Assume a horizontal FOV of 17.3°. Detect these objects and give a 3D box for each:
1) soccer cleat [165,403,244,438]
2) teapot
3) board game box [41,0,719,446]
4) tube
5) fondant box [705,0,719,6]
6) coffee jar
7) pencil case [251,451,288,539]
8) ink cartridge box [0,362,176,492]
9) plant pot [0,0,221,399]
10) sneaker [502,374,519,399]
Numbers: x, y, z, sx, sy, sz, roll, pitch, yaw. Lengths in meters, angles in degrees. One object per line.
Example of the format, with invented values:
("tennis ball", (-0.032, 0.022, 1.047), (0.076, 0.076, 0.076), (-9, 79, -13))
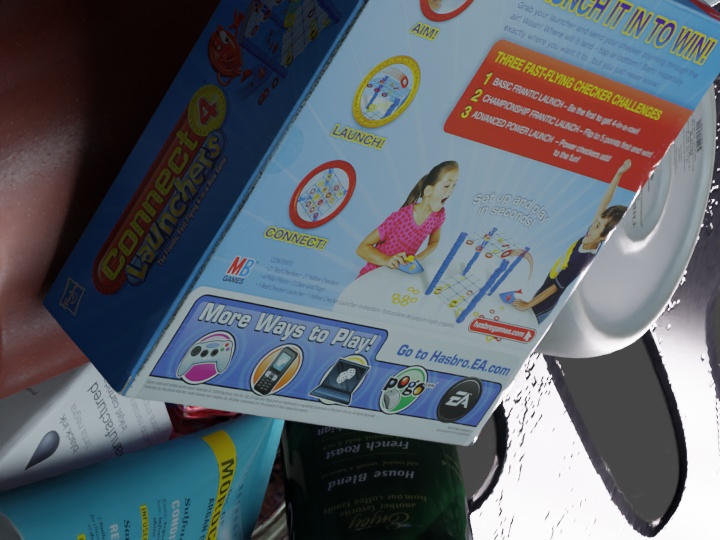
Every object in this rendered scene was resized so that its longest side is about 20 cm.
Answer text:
("soccer cleat", (-0.066, 0.047, 1.055), (0.200, 0.068, 0.073), (136, -27, -88))
("teapot", (0.081, -0.059, 1.203), (0.197, 0.146, 0.201), (34, 73, -58))
("board game box", (0.016, -0.038, 0.843), (0.200, 0.056, 0.196), (13, 114, -50))
("tube", (-0.095, 0.104, 0.980), (0.200, 0.050, 0.078), (-11, 126, -59))
("fondant box", (0.080, -0.158, 1.075), (0.200, 0.145, 0.058), (-30, -177, -3))
("coffee jar", (0.009, 0.123, 1.093), (0.200, 0.085, 0.105), (-99, -176, -48))
("pencil case", (-0.068, 0.171, 1.180), (0.200, 0.078, 0.090), (-44, 164, -32))
("ink cartridge box", (-0.169, 0.121, 0.995), (0.200, 0.084, 0.145), (-47, 142, -30))
("plant pot", (-0.108, -0.052, 0.902), (0.195, 0.201, 0.201), (-29, 132, -34))
("sneaker", (0.000, 0.000, 1.064), (0.200, 0.078, 0.091), (30, 62, -16))
